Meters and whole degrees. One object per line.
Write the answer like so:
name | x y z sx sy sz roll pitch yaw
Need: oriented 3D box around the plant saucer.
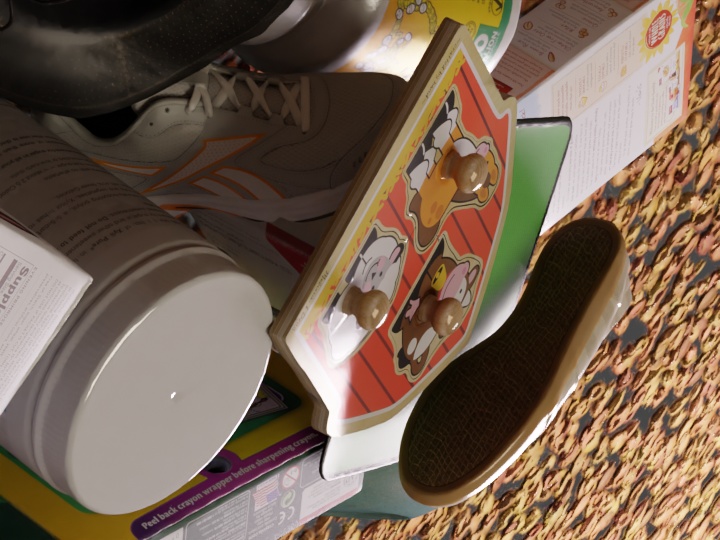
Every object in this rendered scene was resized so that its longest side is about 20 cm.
plant saucer | -0.023 0.124 1.376 0.201 0.201 0.039 22 72 -60

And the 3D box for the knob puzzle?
knob puzzle | 0.036 -0.001 1.146 0.220 0.030 0.220 -46 149 -40

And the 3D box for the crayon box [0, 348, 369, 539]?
crayon box | -0.125 0.092 1.215 0.200 0.172 0.058 -25 135 -41

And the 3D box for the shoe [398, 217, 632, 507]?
shoe | 0.091 0.058 1.259 0.200 0.070 0.053 -51 141 -26

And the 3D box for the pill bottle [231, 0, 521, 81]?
pill bottle | -0.009 -0.151 1.211 0.200 0.113 0.113 4 115 -57

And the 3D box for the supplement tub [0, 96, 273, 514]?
supplement tub | -0.153 0.007 1.065 0.132 0.200 0.132 -36 144 -32

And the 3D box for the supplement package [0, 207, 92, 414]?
supplement package | -0.241 0.003 0.933 0.156 0.200 0.111 -56 150 -2

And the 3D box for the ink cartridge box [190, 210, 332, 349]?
ink cartridge box | 0.000 0.000 1.317 0.083 0.145 0.200 -54 150 -16

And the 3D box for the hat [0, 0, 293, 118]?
hat | -0.126 -0.159 1.048 0.200 0.081 0.201 -14 148 -9

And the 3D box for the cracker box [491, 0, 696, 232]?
cracker box | 0.137 -0.113 1.515 0.200 0.058 0.134 -38 145 -31

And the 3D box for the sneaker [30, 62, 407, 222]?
sneaker | -0.071 -0.074 1.146 0.092 0.200 0.076 66 19 -47

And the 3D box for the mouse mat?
mouse mat | 0.047 0.013 1.230 0.161 0.008 0.200 -8 121 -57
